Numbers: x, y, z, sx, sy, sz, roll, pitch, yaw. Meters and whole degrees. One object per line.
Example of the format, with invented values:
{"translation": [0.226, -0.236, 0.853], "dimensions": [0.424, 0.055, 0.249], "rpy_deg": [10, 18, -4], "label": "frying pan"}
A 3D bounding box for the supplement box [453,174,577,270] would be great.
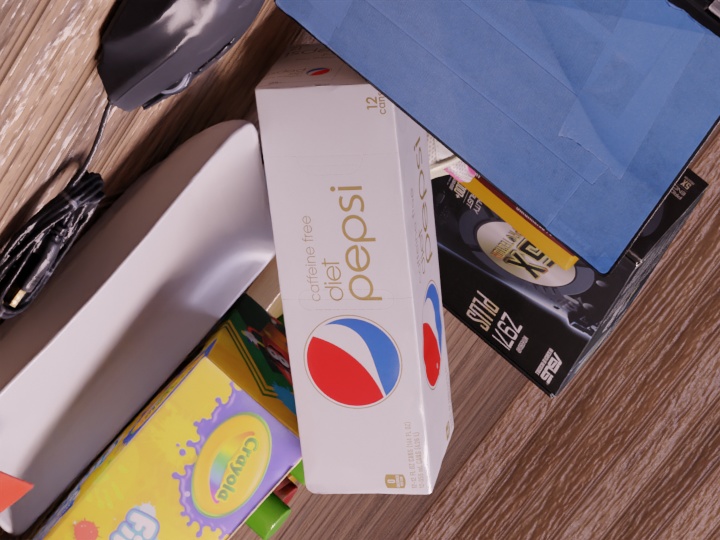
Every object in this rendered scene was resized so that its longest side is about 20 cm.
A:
{"translation": [0.153, -0.146, 1.111], "dimensions": [0.197, 0.133, 0.200], "rpy_deg": [-44, 168, -26], "label": "supplement box"}

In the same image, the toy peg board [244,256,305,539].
{"translation": [-0.031, 0.073, 1.187], "dimensions": [0.201, 0.098, 0.199], "rpy_deg": [-52, 169, 10], "label": "toy peg board"}

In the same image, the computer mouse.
{"translation": [-0.088, -0.054, 0.710], "dimensions": [0.201, 0.034, 0.059], "rpy_deg": [-56, 169, 27], "label": "computer mouse"}

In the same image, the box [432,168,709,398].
{"translation": [0.121, -0.032, 1.279], "dimensions": [0.086, 0.163, 0.200], "rpy_deg": [-44, 168, -30], "label": "box"}

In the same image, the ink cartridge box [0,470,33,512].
{"translation": [-0.216, 0.164, 0.784], "dimensions": [0.199, 0.050, 0.109], "rpy_deg": [-38, 168, -4], "label": "ink cartridge box"}

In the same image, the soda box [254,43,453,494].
{"translation": [0.000, 0.000, 0.856], "dimensions": [0.068, 0.063, 0.202], "rpy_deg": [-62, 148, -64], "label": "soda box"}

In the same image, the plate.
{"translation": [-0.117, 0.027, 0.860], "dimensions": [0.200, 0.032, 0.200], "rpy_deg": [-48, 168, -11], "label": "plate"}

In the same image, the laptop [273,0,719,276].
{"translation": [0.045, -0.103, 0.674], "dimensions": [0.116, 0.187, 0.200], "rpy_deg": [-51, 169, 6], "label": "laptop"}

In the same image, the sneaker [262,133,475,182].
{"translation": [0.038, -0.092, 0.941], "dimensions": [0.201, 0.088, 0.081], "rpy_deg": [-54, 168, 17], "label": "sneaker"}

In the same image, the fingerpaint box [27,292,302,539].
{"translation": [-0.109, 0.120, 0.979], "dimensions": [0.200, 0.073, 0.167], "rpy_deg": [-49, -175, 10], "label": "fingerpaint box"}
